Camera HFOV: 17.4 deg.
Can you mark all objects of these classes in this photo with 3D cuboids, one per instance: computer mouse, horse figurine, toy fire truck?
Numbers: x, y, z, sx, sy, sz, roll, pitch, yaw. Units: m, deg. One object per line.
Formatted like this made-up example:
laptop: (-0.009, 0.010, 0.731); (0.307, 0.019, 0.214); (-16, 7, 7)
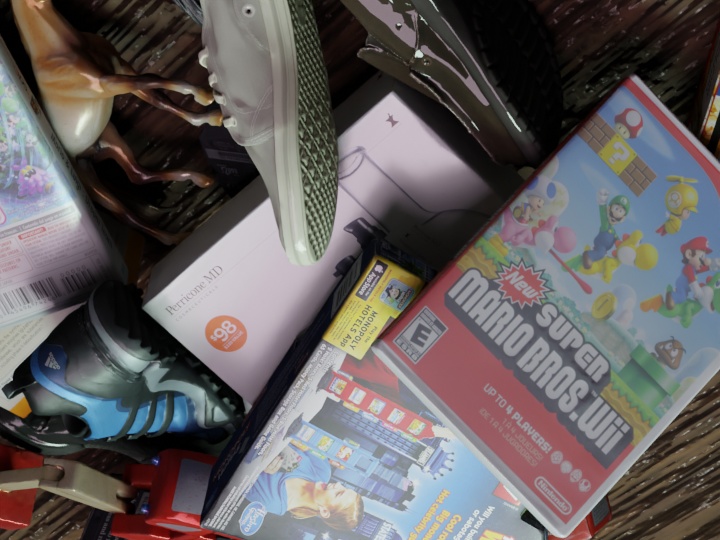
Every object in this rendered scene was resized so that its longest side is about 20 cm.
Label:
computer mouse: (-0.068, -0.107, 1.298); (0.058, 0.034, 0.201); (12, 138, 29)
horse figurine: (-0.142, -0.083, 1.314); (0.132, 0.050, 0.201); (23, 146, 6)
toy fire truck: (-0.152, 0.138, 1.447); (0.140, 0.049, 0.200); (16, 164, -18)

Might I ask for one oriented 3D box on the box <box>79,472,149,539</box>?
box: (-0.068, 0.241, 1.570); (0.199, 0.118, 0.197); (7, 151, 27)

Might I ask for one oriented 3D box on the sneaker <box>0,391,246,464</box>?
sneaker: (-0.135, 0.081, 1.501); (0.198, 0.060, 0.104); (16, 140, -15)

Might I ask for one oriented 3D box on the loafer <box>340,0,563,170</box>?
loafer: (0.036, -0.129, 1.224); (0.071, 0.073, 0.200); (-19, 123, 36)

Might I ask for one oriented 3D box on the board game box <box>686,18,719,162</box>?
board game box: (0.252, -0.072, 1.253); (0.150, 0.047, 0.201); (11, 139, 0)

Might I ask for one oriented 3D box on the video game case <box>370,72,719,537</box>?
video game case: (0.122, 0.018, 1.223); (0.143, 0.200, 0.017); (45, 171, -7)

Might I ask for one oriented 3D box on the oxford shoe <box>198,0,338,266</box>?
oxford shoe: (-0.052, -0.101, 1.210); (0.057, 0.075, 0.202); (-9, 98, 14)

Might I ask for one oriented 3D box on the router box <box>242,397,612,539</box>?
router box: (0.031, 0.083, 1.396); (0.199, 0.049, 0.181); (-13, 95, 24)

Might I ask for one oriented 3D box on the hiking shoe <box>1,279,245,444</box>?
hiking shoe: (-0.135, 0.064, 1.376); (0.086, 0.075, 0.200); (-31, 153, 8)

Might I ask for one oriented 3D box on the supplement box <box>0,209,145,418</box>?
supplement box: (-0.246, -0.012, 1.400); (0.199, 0.074, 0.126); (31, 130, -23)

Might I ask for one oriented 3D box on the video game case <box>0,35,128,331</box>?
video game case: (-0.256, -0.032, 1.312); (0.199, 0.024, 0.183); (-18, 124, 11)

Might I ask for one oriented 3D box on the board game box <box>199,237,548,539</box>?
board game box: (0.046, 0.100, 1.295); (0.199, 0.062, 0.201); (29, 117, -11)

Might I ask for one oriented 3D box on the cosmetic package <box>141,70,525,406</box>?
cosmetic package: (0.000, 0.000, 1.308); (0.200, 0.052, 0.151); (-40, 108, 24)
